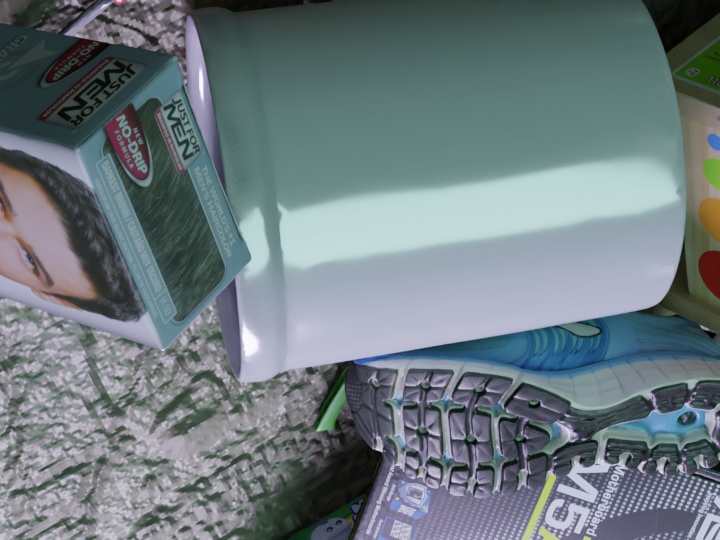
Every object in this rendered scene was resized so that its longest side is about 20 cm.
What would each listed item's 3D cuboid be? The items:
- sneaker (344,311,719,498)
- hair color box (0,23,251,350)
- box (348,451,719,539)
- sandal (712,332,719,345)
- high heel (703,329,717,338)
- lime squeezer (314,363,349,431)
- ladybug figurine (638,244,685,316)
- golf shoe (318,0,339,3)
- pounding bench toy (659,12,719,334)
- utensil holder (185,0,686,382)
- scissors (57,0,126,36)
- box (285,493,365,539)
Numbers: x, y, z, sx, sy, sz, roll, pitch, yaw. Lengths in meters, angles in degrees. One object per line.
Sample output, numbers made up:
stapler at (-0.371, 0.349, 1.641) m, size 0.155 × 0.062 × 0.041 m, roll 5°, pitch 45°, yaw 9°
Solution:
sneaker at (0.089, 0.055, 0.811) m, size 0.199 × 0.090 × 0.079 m, roll 1°, pitch 126°, yaw -9°
hair color box at (-0.148, -0.044, 0.665) m, size 0.061 × 0.199 × 0.099 m, roll -48°, pitch 136°, yaw -33°
box at (0.092, 0.155, 0.894) m, size 0.192 × 0.048 × 0.201 m, roll 20°, pitch 118°, yaw 1°
sandal at (0.208, 0.089, 0.894) m, size 0.082 × 0.050 × 0.203 m, roll 32°, pitch 106°, yaw -22°
high heel at (0.137, 0.035, 0.894) m, size 0.199 × 0.072 × 0.143 m, roll -2°, pitch 147°, yaw 2°
lime squeezer at (0.000, 0.000, 0.884) m, size 0.070 × 0.038 × 0.201 m, roll 0°, pitch 126°, yaw 10°
ladybug figurine at (0.186, -0.052, 0.897) m, size 0.200 × 0.072 × 0.136 m, roll -33°, pitch 106°, yaw -21°
golf shoe at (0.049, -0.192, 0.748) m, size 0.077 × 0.088 × 0.200 m, roll 28°, pitch 107°, yaw -38°
pounding bench toy at (0.249, -0.026, 0.753) m, size 0.124 × 0.200 × 0.157 m, roll -37°, pitch 134°, yaw -27°
utensil holder at (0.029, -0.045, 0.753) m, size 0.199 × 0.170 × 0.171 m, roll -7°, pitch 123°, yaw -9°
scissors at (-0.099, -0.135, 0.746) m, size 0.200 × 0.073 × 0.014 m, roll -36°, pitch 103°, yaw 24°
box at (0.032, 0.182, 1.000) m, size 0.199 × 0.048 × 0.118 m, roll -28°, pitch 127°, yaw -7°
